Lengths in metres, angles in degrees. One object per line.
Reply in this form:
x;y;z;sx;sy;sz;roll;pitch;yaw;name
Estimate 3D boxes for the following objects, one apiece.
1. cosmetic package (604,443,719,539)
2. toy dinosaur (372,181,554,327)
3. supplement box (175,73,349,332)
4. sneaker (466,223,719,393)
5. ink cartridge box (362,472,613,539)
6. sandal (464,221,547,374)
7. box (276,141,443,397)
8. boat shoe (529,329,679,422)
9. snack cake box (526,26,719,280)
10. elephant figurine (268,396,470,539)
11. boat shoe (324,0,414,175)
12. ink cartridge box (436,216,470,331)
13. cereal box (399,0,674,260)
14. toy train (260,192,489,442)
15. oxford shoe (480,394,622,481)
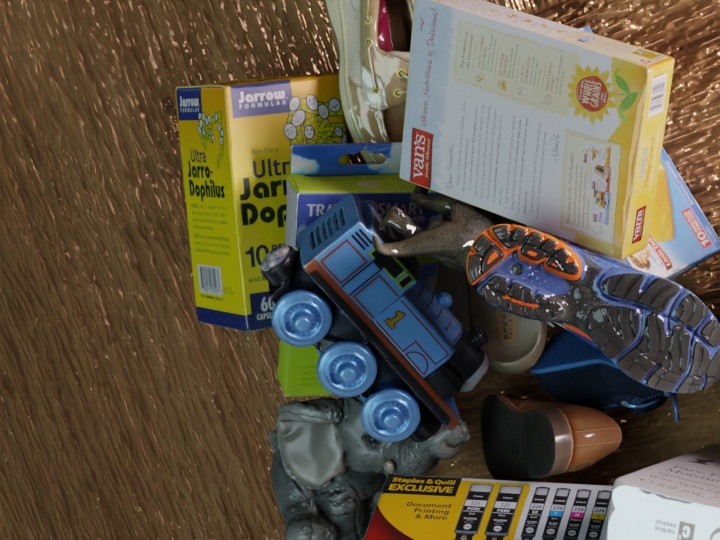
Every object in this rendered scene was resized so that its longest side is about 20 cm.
0.279;0.228;1.522;0.165;0.200;0.165;11;99;28;cosmetic package
0.081;-0.026;1.583;0.102;0.200;0.077;23;91;31;toy dinosaur
-0.076;-0.058;1.773;0.109;0.109;0.200;7;104;63;supplement box
0.170;0.019;1.508;0.200;0.078;0.075;29;99;-1;sneaker
0.110;0.215;1.629;0.200;0.176;0.084;1;126;17;ink cartridge box
0.106;-0.019;1.680;0.080;0.054;0.200;-8;83;16;sandal
0.000;0.000;1.699;0.048;0.122;0.200;-119;29;-63;box
0.217;0.071;1.643;0.069;0.084;0.200;49;156;-19;boat shoe
0.168;-0.073;1.597;0.067;0.115;0.200;-36;81;41;snack cake box
0.002;0.139;1.788;0.155;0.142;0.200;16;130;-1;elephant figurine
0.025;-0.161;1.710;0.066;0.074;0.200;-15;91;42;boat shoe
0.028;0.031;1.795;0.160;0.047;0.200;54;129;12;ink cartridge box
0.120;-0.106;1.522;0.200;0.039;0.144;23;120;33;cereal box
0.014;0.042;1.636;0.114;0.087;0.200;-38;109;12;toy train
0.146;0.134;1.697;0.200;0.071;0.071;-178;84;-72;oxford shoe
